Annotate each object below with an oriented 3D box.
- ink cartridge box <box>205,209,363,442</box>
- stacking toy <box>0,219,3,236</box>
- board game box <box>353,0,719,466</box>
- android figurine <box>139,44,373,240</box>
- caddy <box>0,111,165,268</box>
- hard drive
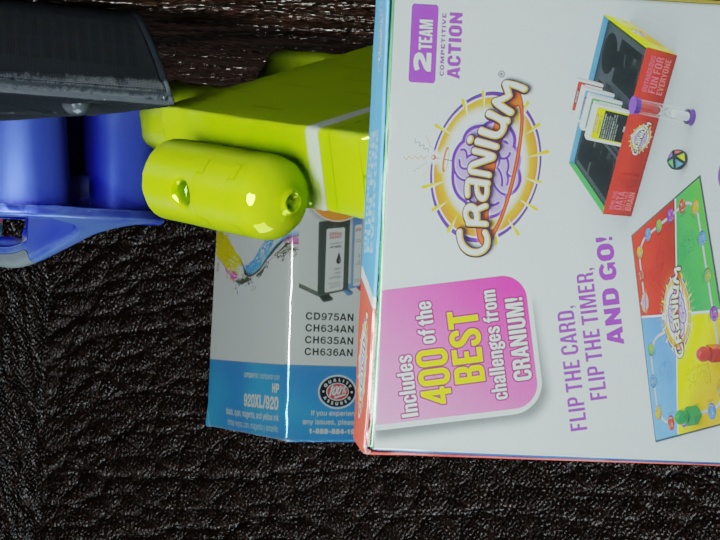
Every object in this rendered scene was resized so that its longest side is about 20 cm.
[{"bbox_3d":[0.000,0.000,1.294,0.147,0.201,0.145,3,178,-21],"label":"ink cartridge box"},{"bbox_3d":[-0.259,-0.073,1.427,0.116,0.110,0.200,5,168,-32],"label":"stacking toy"},{"bbox_3d":[0.101,-0.013,0.703,0.199,0.154,0.040,3,-179,-5],"label":"board game box"},{"bbox_3d":[0.011,-0.052,0.807,0.182,0.041,0.200,-21,-156,-40],"label":"android figurine"},{"bbox_3d":[-0.199,-0.054,1.233,0.141,0.106,0.200,3,180,-41],"label":"caddy"},{"bbox_3d":[-0.174,-0.081,0.839,0.134,0.043,0.200,2,180,-35],"label":"hard drive"}]
